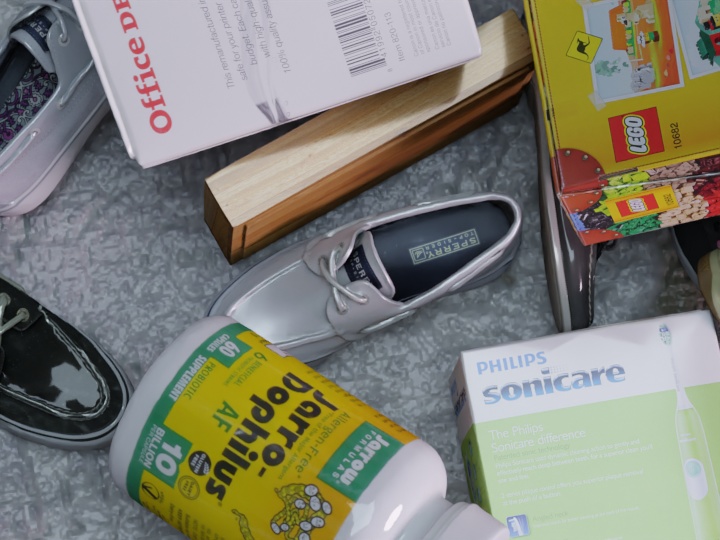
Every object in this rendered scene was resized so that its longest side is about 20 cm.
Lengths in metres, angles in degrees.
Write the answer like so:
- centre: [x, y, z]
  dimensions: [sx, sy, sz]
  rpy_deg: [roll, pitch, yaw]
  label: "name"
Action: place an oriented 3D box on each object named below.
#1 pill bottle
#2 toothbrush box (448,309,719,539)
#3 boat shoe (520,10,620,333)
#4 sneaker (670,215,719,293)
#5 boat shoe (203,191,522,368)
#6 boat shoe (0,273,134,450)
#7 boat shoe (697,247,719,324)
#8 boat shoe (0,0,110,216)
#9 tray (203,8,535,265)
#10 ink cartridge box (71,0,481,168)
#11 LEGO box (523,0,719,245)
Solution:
- centre: [-0.025, 0.119, 1.240]
  dimensions: [0.199, 0.113, 0.113]
  rpy_deg: [32, 77, 16]
  label: "pill bottle"
- centre: [0.139, 0.137, 1.296]
  dimensions: [0.145, 0.086, 0.201]
  rpy_deg: [-10, 78, -5]
  label: "toothbrush box"
- centre: [0.130, -0.062, 1.352]
  dimensions: [0.057, 0.067, 0.201]
  rpy_deg: [-5, 74, 0]
  label: "boat shoe"
- centre: [0.206, -0.061, 1.335]
  dimensions: [0.070, 0.099, 0.201]
  rpy_deg: [-17, 77, 2]
  label: "sneaker"
- centre: [0.000, 0.000, 1.330]
  dimensions: [0.199, 0.065, 0.074]
  rpy_deg: [-27, 80, -9]
  label: "boat shoe"
- centre: [-0.216, 0.035, 1.310]
  dimensions: [0.199, 0.064, 0.071]
  rpy_deg: [31, 77, 4]
  label: "boat shoe"
- centre: [0.270, 0.058, 1.303]
  dimensions: [0.063, 0.073, 0.200]
  rpy_deg: [-36, 106, 24]
  label: "boat shoe"
- centre: [-0.173, -0.124, 1.320]
  dimensions: [0.072, 0.068, 0.200]
  rpy_deg: [42, 99, 23]
  label: "boat shoe"
- centre: [0.005, -0.074, 1.330]
  dimensions: [0.199, 0.099, 0.037]
  rpy_deg: [-30, 82, -10]
  label: "tray"
- centre: [-0.051, -0.161, 1.255]
  dimensions: [0.199, 0.083, 0.147]
  rpy_deg: [-18, 110, 3]
  label: "ink cartridge box"
- centre: [0.169, -0.133, 1.269]
  dimensions: [0.148, 0.077, 0.201]
  rpy_deg: [-12, 67, 12]
  label: "LEGO box"
